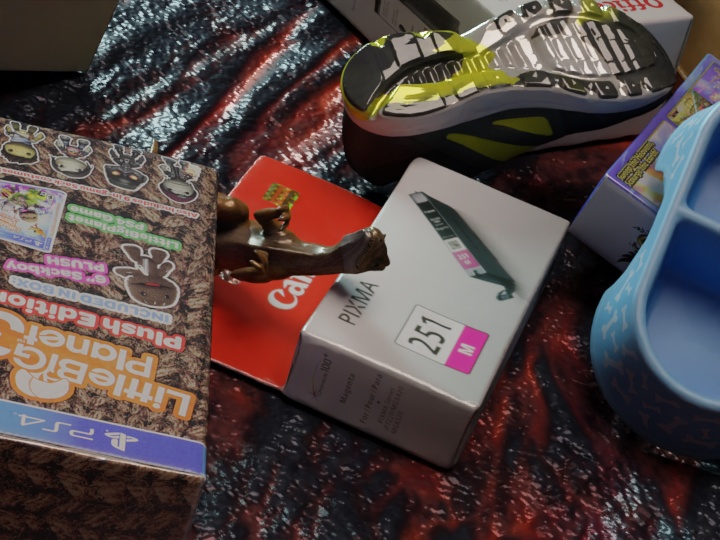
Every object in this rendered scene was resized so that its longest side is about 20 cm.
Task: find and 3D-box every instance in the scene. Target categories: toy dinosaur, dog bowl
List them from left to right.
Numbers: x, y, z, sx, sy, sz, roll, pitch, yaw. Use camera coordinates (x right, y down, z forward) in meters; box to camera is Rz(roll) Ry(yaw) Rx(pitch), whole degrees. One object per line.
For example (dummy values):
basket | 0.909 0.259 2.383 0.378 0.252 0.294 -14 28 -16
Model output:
toy dinosaur | -0.076 -0.018 1.105 0.199 0.061 0.106 20 11 38
dog bowl | 0.191 -0.006 1.128 0.111 0.050 0.201 24 69 1

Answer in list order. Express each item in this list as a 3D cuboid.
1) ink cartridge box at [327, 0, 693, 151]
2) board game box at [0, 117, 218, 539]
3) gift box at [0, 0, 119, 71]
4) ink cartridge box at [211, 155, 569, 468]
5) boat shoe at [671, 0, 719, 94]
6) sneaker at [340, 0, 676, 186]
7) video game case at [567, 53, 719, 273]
ink cartridge box | 0.084 -0.167 1.383 0.146 0.083 0.200 -11 42 -36
board game box | -0.120 0.067 0.862 0.096 0.160 0.201 12 34 -10
gift box | -0.224 -0.195 1.189 0.184 0.201 0.186 32 19 27
ink cartridge box | 0.000 0.000 1.133 0.173 0.044 0.200 24 33 6
boat shoe | 0.190 -0.185 1.399 0.201 0.071 0.076 61 2 0
sneaker | 0.077 -0.096 1.251 0.198 0.085 0.075 -6 58 -17
video game case | 0.227 -0.020 1.244 0.181 0.046 0.200 38 34 5
